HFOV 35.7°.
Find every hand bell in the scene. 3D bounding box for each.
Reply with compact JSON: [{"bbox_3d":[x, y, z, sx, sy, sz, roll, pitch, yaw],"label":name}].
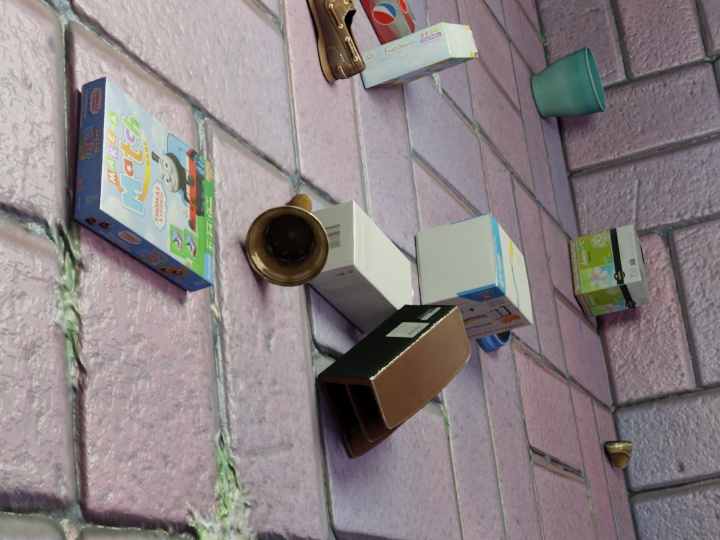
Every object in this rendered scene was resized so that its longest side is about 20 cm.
[{"bbox_3d":[-0.084,-0.065,1.450,0.200,0.103,0.105,-82,151,-68],"label":"hand bell"}]

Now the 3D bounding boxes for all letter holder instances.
[{"bbox_3d":[0.060,0.155,1.518,0.200,0.100,0.143,-36,114,-40],"label":"letter holder"}]

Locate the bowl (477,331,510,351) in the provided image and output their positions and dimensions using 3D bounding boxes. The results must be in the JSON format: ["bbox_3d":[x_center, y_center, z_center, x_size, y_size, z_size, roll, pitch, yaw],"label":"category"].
[{"bbox_3d":[0.255,0.061,2.250,0.201,0.039,0.202,49,33,-48],"label":"bowl"}]

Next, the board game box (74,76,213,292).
[{"bbox_3d":[-0.219,-0.084,1.161,0.200,0.036,0.153,39,42,-56],"label":"board game box"}]

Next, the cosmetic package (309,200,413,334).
[{"bbox_3d":[0.000,0.000,1.588,0.200,0.084,0.109,47,35,-52],"label":"cosmetic package"}]

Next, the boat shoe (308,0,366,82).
[{"bbox_3d":[-0.037,-0.402,1.781,0.070,0.070,0.202,2,73,-67],"label":"boat shoe"}]

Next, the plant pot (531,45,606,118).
[{"bbox_3d":[0.618,-0.547,3.353,0.200,0.186,0.202,-15,90,-69],"label":"plant pot"}]

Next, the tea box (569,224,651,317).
[{"bbox_3d":[0.721,0.002,3.238,0.134,0.195,0.202,51,31,-47],"label":"tea box"}]

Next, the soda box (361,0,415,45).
[{"bbox_3d":[0.034,-0.510,2.035,0.201,0.063,0.070,59,26,-35],"label":"soda box"}]

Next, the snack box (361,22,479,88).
[{"bbox_3d":[0.104,-0.380,1.983,0.068,0.167,0.200,71,21,-5],"label":"snack box"}]

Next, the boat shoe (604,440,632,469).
[{"bbox_3d":[0.720,0.510,3.092,0.200,0.071,0.077,24,65,-64],"label":"boat shoe"}]

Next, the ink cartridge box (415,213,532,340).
[{"bbox_3d":[0.206,0.017,2.008,0.200,0.146,0.146,40,40,-55],"label":"ink cartridge box"}]
